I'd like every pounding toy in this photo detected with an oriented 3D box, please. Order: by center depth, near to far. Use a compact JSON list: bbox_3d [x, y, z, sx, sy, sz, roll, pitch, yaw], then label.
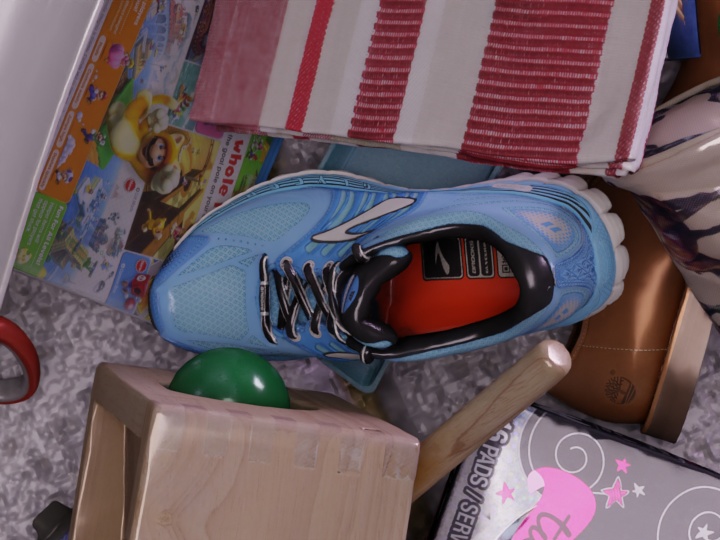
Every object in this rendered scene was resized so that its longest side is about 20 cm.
[{"bbox_3d":[-0.028,0.108,1.058,0.142,0.184,0.200,9,92,-13],"label":"pounding toy"}]

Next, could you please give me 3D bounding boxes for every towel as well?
[{"bbox_3d":[0.034,-0.115,1.100,0.200,0.023,0.144,9,81,30],"label":"towel"}]

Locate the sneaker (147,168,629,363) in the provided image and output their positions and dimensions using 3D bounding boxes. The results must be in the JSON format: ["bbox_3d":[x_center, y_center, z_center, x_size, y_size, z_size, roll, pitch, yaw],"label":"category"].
[{"bbox_3d":[0.000,0.000,1.109,0.200,0.090,0.078,-8,98,25],"label":"sneaker"}]

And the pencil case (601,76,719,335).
[{"bbox_3d":[0.173,0.011,1.100,0.200,0.089,0.078,54,51,-15],"label":"pencil case"}]

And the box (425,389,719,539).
[{"bbox_3d":[0.070,0.159,1.128,0.115,0.132,0.200,19,89,2],"label":"box"}]

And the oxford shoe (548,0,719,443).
[{"bbox_3d":[0.123,-0.033,1.165,0.071,0.071,0.200,14,90,4],"label":"oxford shoe"}]

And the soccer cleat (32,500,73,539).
[{"bbox_3d":[-0.143,0.189,1.159,0.084,0.065,0.200,34,87,13],"label":"soccer cleat"}]

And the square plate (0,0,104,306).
[{"bbox_3d":[-0.198,-0.085,1.002,0.198,0.028,0.200,20,100,0],"label":"square plate"}]

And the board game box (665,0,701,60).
[{"bbox_3d":[0.064,-0.180,1.147,0.135,0.035,0.200,-3,93,32],"label":"board game box"}]

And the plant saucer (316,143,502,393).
[{"bbox_3d":[0.025,-0.048,1.149,0.070,0.019,0.200,36,112,16],"label":"plant saucer"}]

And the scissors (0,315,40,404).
[{"bbox_3d":[-0.173,0.004,1.110,0.073,0.200,0.014,3,60,4],"label":"scissors"}]

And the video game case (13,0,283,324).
[{"bbox_3d":[-0.115,-0.067,1.128,0.200,0.018,0.143,23,89,-40],"label":"video game case"}]

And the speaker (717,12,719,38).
[{"bbox_3d":[0.240,-0.133,1.109,0.200,0.088,0.088,-38,89,-10],"label":"speaker"}]
